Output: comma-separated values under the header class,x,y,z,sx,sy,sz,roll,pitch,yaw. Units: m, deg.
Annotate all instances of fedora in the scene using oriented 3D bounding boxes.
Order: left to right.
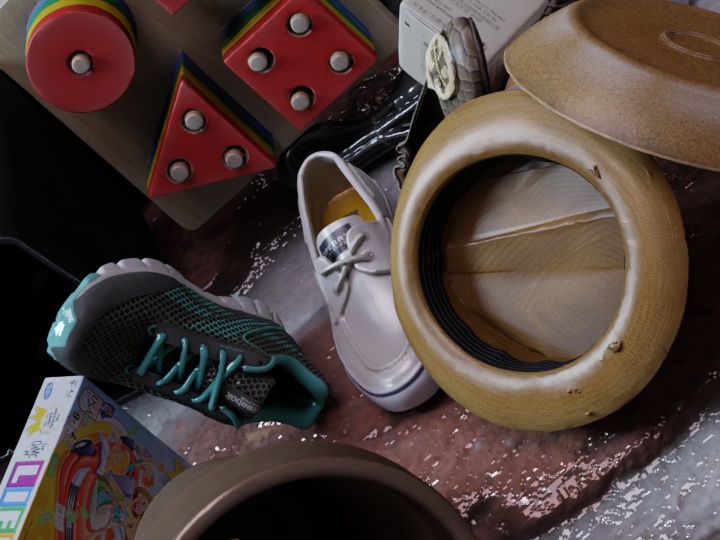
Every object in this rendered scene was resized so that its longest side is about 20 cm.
class,x,y,z,sx,sy,sz,roll,pitch,yaw
fedora,0.109,-0.007,1.370,0.200,0.082,0.201,5,97,40

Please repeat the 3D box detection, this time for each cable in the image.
class,x,y,z,sx,sy,sz,roll,pitch,yaw
cable,0.036,-0.093,1.587,0.200,0.050,0.097,-39,52,27

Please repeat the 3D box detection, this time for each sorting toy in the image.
class,x,y,z,sx,sy,sz,roll,pitch,yaw
sorting toy,-0.107,-0.139,1.568,0.199,0.200,0.070,-41,25,16

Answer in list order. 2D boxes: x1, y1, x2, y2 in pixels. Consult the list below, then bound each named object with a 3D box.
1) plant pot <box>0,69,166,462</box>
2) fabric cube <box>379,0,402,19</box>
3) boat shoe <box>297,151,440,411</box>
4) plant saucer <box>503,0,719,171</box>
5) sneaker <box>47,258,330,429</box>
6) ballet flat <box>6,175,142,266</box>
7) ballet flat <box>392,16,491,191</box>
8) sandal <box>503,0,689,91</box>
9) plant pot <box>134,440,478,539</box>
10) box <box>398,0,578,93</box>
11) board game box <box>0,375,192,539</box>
class,x,y,z,sx,sy,sz,roll,pitch,yaw
plant pot,-0.248,-0.012,1.599,0.199,0.200,0.178,-27,54,22
fabric cube,0.024,-0.318,1.654,0.200,0.196,0.200,-35,38,15
boat shoe,0.000,0.000,1.496,0.071,0.070,0.200,-32,40,16
plant saucer,0.177,-0.107,1.344,0.200,0.200,0.036,47,130,51
sneaker,-0.092,0.050,1.449,0.091,0.200,0.078,37,108,38
ballet flat,-0.172,-0.078,1.722,0.200,0.073,0.073,-44,39,5
ballet flat,0.046,-0.087,1.449,0.046,0.200,0.068,-6,72,-5
sandal,0.127,-0.109,1.480,0.059,0.079,0.207,6,53,46
plant pot,-0.046,0.176,1.318,0.200,0.200,0.175,-49,20,-5
box,0.111,-0.189,1.514,0.068,0.082,0.200,38,73,16
board game box,-0.164,0.180,1.434,0.034,0.134,0.200,-5,54,39
